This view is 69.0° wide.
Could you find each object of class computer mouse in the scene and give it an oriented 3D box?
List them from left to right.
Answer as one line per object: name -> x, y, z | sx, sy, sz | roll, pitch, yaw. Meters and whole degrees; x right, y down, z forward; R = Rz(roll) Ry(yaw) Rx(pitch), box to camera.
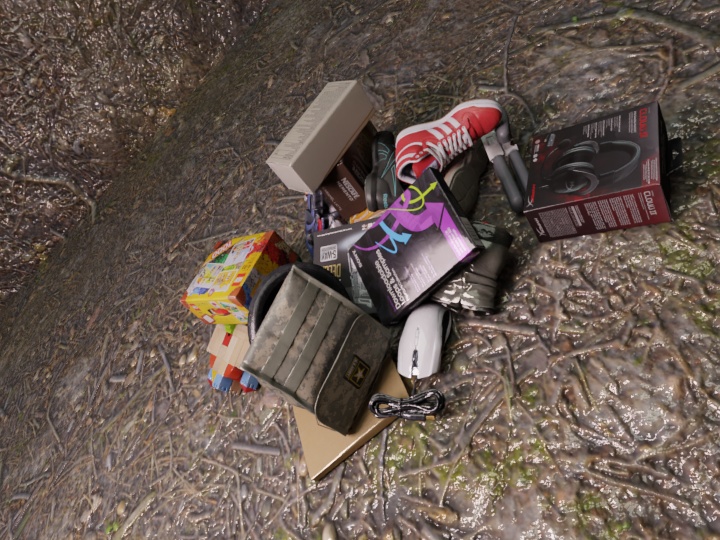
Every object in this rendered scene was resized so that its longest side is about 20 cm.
computer mouse -> 0.083, 0.119, 0.765 | 0.106, 0.044, 0.205 | -7, 47, 30

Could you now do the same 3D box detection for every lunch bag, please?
lunch bag -> -0.059, 0.122, 0.771 | 0.168, 0.196, 0.117 | -60, 7, -16

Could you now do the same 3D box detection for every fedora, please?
fedora -> -0.098, 0.095, 0.877 | 0.204, 0.197, 0.092 | -56, -1, -13

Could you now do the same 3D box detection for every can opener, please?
can opener -> 0.243, -0.185, 0.870 | 0.051, 0.067, 0.206 | -17, 53, 12

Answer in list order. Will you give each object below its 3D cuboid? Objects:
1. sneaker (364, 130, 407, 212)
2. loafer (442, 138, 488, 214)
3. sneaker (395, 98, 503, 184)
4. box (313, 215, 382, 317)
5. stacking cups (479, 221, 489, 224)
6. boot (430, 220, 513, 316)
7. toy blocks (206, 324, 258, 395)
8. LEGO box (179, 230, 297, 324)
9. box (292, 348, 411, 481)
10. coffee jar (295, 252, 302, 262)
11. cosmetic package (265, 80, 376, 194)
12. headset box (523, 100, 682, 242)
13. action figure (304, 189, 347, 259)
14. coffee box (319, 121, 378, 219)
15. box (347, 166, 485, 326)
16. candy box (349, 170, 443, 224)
sneaker -> 0.057, -0.187, 0.980 | 0.076, 0.077, 0.206 | -3, 51, 14
loafer -> 0.173, -0.161, 0.926 | 0.062, 0.072, 0.203 | -11, 40, 46
sneaker -> 0.144, -0.206, 0.874 | 0.194, 0.072, 0.116 | -16, 46, 29
box -> 0.000, 0.000, 0.917 | 0.195, 0.049, 0.165 | -8, 77, 39
stacking cups -> 0.130, -0.053, 0.889 | 0.195, 0.061, 0.062 | 4, 59, 40
boot -> 0.128, -0.015, 0.798 | 0.195, 0.067, 0.135 | 20, 89, 37
toy blocks -> -0.249, 0.176, 1.032 | 0.196, 0.099, 0.141 | 10, 75, 48
LEGO box -> -0.231, 0.017, 0.990 | 0.195, 0.077, 0.152 | -6, 48, 43
box -> -0.020, 0.203, 0.829 | 0.198, 0.021, 0.165 | -40, 39, 9
coffee jar -> -0.149, 0.046, 1.024 | 0.105, 0.084, 0.202 | -49, 32, 15
cosmetic package -> -0.071, -0.245, 0.953 | 0.102, 0.073, 0.203 | 21, 72, 52
headset box -> 0.340, -0.135, 0.733 | 0.195, 0.077, 0.153 | -10, 51, 40
action figure -> -0.075, -0.139, 1.096 | 0.101, 0.206, 0.195 | -11, 41, -21
coffee box -> -0.020, -0.223, 1.040 | 0.078, 0.114, 0.205 | -19, 43, 30
box -> 0.076, -0.031, 0.792 | 0.200, 0.035, 0.146 | -44, 61, 32
candy box -> 0.070, -0.146, 1.018 | 0.195, 0.055, 0.118 | -26, 41, 27
